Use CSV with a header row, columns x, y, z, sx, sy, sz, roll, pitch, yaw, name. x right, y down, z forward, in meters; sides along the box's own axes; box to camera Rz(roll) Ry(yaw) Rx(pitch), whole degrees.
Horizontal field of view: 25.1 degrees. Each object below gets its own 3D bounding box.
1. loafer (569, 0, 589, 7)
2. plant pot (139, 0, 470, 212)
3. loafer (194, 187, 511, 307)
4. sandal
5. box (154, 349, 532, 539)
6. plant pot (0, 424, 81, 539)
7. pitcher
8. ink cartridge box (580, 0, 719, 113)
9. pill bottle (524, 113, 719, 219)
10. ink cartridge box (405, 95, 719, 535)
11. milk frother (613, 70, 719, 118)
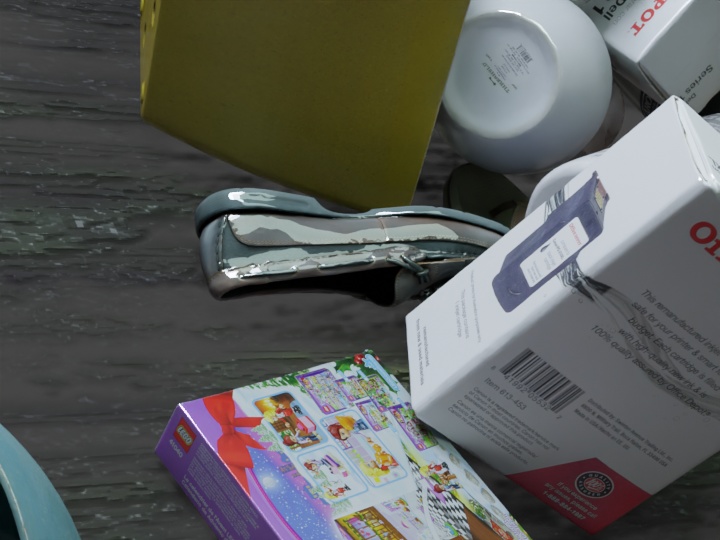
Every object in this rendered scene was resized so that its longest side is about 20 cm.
x,y,z,sx,sy,sz,roll,pitch,yaw,name
0.108,-0.258,1.034,0.200,0.063,0.072,47,20,-31,loafer
-0.046,-0.175,1.029,0.176,0.200,0.200,6,40,-12,plant pot
0.000,0.000,0.949,0.199,0.072,0.063,6,60,-18,loafer
0.126,-0.003,1.033,0.080,0.057,0.201,-4,44,-38,sandal
0.009,0.133,0.797,0.137,0.039,0.200,-12,52,-44,box
-0.172,0.132,0.571,0.200,0.200,0.135,44,3,21,plant pot
0.096,-0.144,1.090,0.172,0.121,0.200,48,15,8,pitcher
0.202,-0.221,1.149,0.084,0.146,0.200,37,7,-46,ink cartridge box
0.204,-0.033,0.989,0.200,0.114,0.114,-20,57,-38,pill bottle
0.144,0.029,0.851,0.145,0.200,0.084,36,29,-26,ink cartridge box
0.302,-0.192,1.281,0.200,0.181,0.188,-7,49,-33,milk frother
